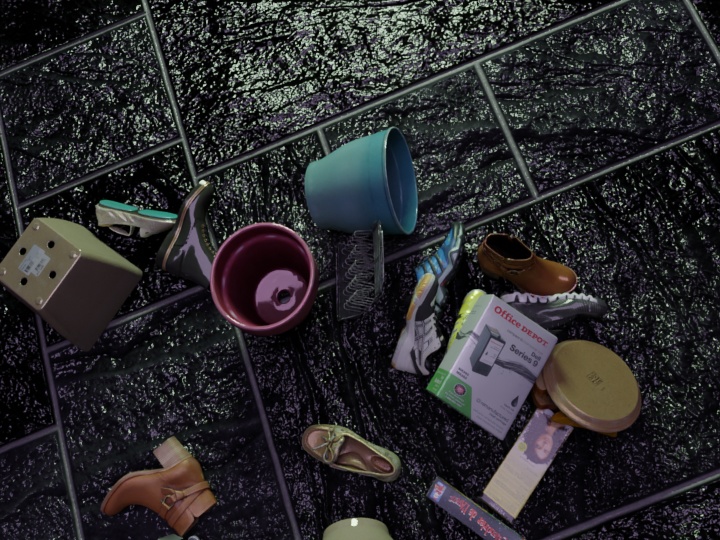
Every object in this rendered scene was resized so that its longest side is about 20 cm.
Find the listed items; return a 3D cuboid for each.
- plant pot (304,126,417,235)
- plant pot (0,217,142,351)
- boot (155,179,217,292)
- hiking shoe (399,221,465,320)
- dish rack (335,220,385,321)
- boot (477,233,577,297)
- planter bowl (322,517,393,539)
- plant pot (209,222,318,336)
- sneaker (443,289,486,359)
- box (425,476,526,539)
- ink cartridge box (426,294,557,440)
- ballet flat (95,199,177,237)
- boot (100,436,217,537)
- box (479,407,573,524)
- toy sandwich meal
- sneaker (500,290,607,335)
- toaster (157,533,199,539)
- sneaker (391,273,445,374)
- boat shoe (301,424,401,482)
[{"bbox_3d":[-0.003,-0.158,1.356,0.183,0.200,0.206,-8,73,21],"label":"plant pot"},{"bbox_3d":[-0.597,0.011,1.389,0.197,0.177,0.202,32,81,14],"label":"plant pot"},{"bbox_3d":[-0.317,-0.068,1.435,0.136,0.077,0.204,27,90,8],"label":"boot"},{"bbox_3d":[0.146,-0.007,1.344,0.085,0.075,0.205,19,78,12],"label":"hiking shoe"},{"bbox_3d":[0.000,0.000,1.305,0.053,0.200,0.158,2,73,-16],"label":"dish rack"},{"bbox_3d":[0.312,-0.015,1.281,0.195,0.156,0.078,20,77,13],"label":"boot"},{"bbox_3d":[-0.004,0.509,1.177,0.194,0.203,0.137,-9,46,5],"label":"planter bowl"},{"bbox_3d":[-0.167,0.033,1.322,0.194,0.179,0.206,-2,74,7],"label":"plant pot"},{"bbox_3d":[0.202,0.132,1.297,0.073,0.077,0.205,15,78,11],"label":"sneaker"},{"bbox_3d":[0.204,0.426,1.184,0.197,0.137,0.038,33,80,15],"label":"box"},{"bbox_3d":[0.228,0.164,1.211,0.144,0.084,0.203,31,84,-3],"label":"ink cartridge box"},{"bbox_3d":[-0.470,-0.102,1.473,0.194,0.067,0.064,13,105,15],"label":"ballet flat"},{"bbox_3d":[-0.377,0.434,1.299,0.199,0.074,0.156,-41,80,1],"label":"boot"},{"bbox_3d":[0.295,0.344,1.240,0.074,0.050,0.202,33,82,16],"label":"box"},{"bbox_3d":[0.398,0.211,1.238,0.199,0.071,0.209,7,48,-7],"label":"toy sandwich meal"},{"bbox_3d":[0.358,0.090,1.292,0.194,0.067,0.093,1,71,12],"label":"sneaker"},{"bbox_3d":[-0.295,0.585,1.206,0.176,0.119,0.205,20,83,8],"label":"toaster"},{"bbox_3d":[0.123,0.102,1.291,0.085,0.076,0.205,18,117,6],"label":"sneaker"},{"bbox_3d":[-0.019,0.332,1.279,0.194,0.063,0.075,14,77,12],"label":"boat shoe"}]
